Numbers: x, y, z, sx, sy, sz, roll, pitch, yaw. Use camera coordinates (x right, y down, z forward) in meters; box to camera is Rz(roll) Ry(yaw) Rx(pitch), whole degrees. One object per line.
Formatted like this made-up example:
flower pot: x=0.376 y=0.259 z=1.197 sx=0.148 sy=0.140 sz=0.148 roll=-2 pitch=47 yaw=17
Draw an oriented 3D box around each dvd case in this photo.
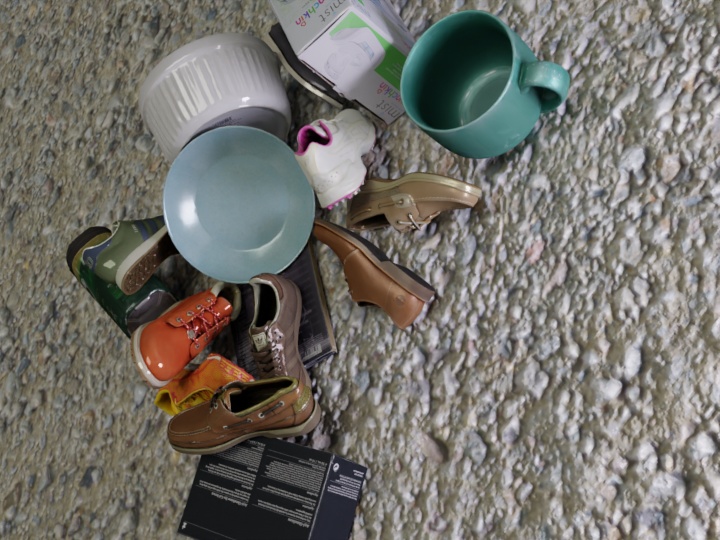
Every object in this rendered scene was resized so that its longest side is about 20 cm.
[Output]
dvd case: x=-0.109 y=0.047 z=1.466 sx=0.148 sy=0.016 sz=0.202 roll=-30 pitch=58 yaw=26

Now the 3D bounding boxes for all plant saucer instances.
plant saucer: x=-0.154 y=-0.086 z=1.464 sx=0.198 sy=0.039 sz=0.204 roll=1 pitch=101 yaw=5

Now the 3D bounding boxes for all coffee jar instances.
coffee jar: x=-0.330 y=0.022 z=1.580 sx=0.085 sy=0.105 sz=0.200 roll=-41 pitch=50 yaw=-12

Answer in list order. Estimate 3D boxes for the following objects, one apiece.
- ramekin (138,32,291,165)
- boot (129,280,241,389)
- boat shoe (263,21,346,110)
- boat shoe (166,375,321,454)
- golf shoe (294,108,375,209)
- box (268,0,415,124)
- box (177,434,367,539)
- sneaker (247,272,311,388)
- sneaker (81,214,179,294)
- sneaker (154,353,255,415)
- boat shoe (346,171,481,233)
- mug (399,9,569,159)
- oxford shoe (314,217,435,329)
ramekin: x=-0.186 y=-0.208 z=1.510 sx=0.199 sy=0.199 sz=0.106 roll=-35 pitch=64 yaw=21
boot: x=-0.216 y=0.073 z=1.426 sx=0.107 sy=0.075 sz=0.200 roll=-28 pitch=14 yaw=23
boat shoe: x=-0.066 y=-0.287 z=1.527 sx=0.063 sy=0.072 sz=0.200 roll=-49 pitch=46 yaw=12
boat shoe: x=-0.146 y=0.160 z=1.328 sx=0.198 sy=0.068 sz=0.072 roll=-15 pitch=39 yaw=17
golf shoe: x=-0.033 y=-0.161 z=1.403 sx=0.075 sy=0.092 sz=0.201 roll=-31 pitch=25 yaw=23
box: x=-0.020 y=-0.305 z=1.416 sx=0.096 sy=0.199 sz=0.178 roll=-39 pitch=53 yaw=17
box: x=-0.106 y=0.271 z=1.336 sx=0.198 sy=0.079 sz=0.143 roll=9 pitch=74 yaw=38
sneaker: x=-0.111 y=0.101 z=1.387 sx=0.070 sy=0.075 sz=0.202 roll=-19 pitch=65 yaw=30
sneaker: x=-0.294 y=-0.049 z=1.530 sx=0.089 sy=0.200 sz=0.068 roll=23 pitch=131 yaw=16
sneaker: x=-0.194 y=0.154 z=1.425 sx=0.199 sy=0.073 sz=0.078 roll=-22 pitch=35 yaw=56
boat shoe: x=0.061 y=-0.076 z=1.357 sx=0.199 sy=0.071 sz=0.065 roll=0 pitch=77 yaw=47
mug: x=0.146 y=-0.199 z=1.307 sx=0.152 sy=0.114 sz=0.185 roll=-50 pitch=52 yaw=9
oxford shoe: x=0.000 y=0.000 z=1.370 sx=0.200 sy=0.071 sz=0.072 roll=40 pitch=103 yaw=38
